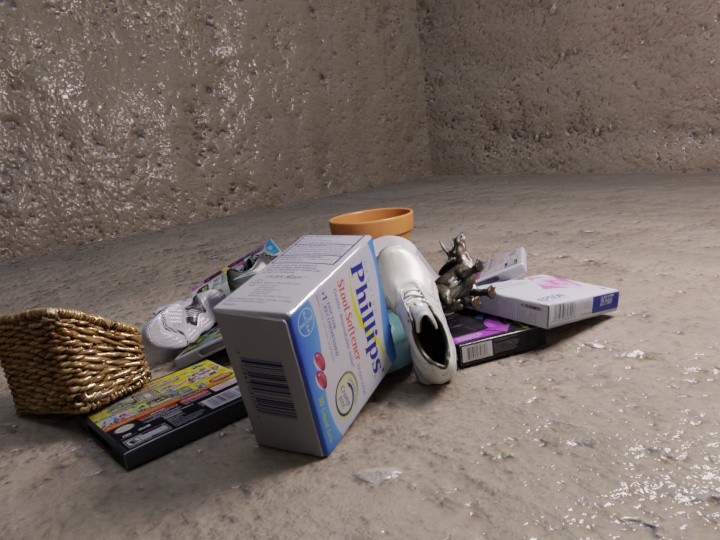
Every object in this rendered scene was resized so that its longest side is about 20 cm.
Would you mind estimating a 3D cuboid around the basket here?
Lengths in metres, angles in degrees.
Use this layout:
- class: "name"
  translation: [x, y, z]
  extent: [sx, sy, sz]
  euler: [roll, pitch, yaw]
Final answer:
- class: "basket"
  translation: [-0.405, 0.109, 0.844]
  extent: [0.199, 0.150, 0.143]
  euler: [-11, 8, 36]

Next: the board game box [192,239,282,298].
- class: "board game box"
  translation: [-0.247, 0.022, 1.230]
  extent: [0.200, 0.064, 0.148]
  euler: [-31, 18, -8]

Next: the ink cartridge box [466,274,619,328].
- class: "ink cartridge box"
  translation: [0.273, 0.040, 0.955]
  extent: [0.196, 0.043, 0.200]
  euler: [-8, 15, -39]

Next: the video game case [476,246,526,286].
- class: "video game case"
  translation: [0.219, 0.012, 1.102]
  extent: [0.182, 0.023, 0.200]
  euler: [-23, 4, 18]

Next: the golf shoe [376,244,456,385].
- class: "golf shoe"
  translation: [0.079, 0.048, 0.777]
  extent: [0.078, 0.201, 0.097]
  euler: [-22, -14, -6]

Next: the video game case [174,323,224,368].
- class: "video game case"
  translation: [-0.204, 0.090, 1.027]
  extent: [0.182, 0.022, 0.200]
  euler: [-25, 10, 13]

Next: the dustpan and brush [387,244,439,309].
- class: "dustpan and brush"
  translation: [0.034, 0.039, 1.088]
  extent: [0.200, 0.057, 0.140]
  euler: [-42, 41, 10]

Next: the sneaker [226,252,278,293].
- class: "sneaker"
  translation: [-0.161, -0.002, 1.095]
  extent: [0.075, 0.079, 0.200]
  euler: [-20, 10, 45]

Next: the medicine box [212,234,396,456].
- class: "medicine box"
  translation: [-0.053, 0.078, 0.704]
  extent: [0.103, 0.183, 0.200]
  euler: [2, 28, 29]

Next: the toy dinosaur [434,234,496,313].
- class: "toy dinosaur"
  translation: [0.134, 0.034, 0.893]
  extent: [0.102, 0.077, 0.200]
  euler: [-8, 38, 53]

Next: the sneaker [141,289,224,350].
- class: "sneaker"
  translation: [-0.331, 0.098, 1.049]
  extent: [0.115, 0.075, 0.200]
  euler: [-20, 7, 27]

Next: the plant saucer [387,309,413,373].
- class: "plant saucer"
  translation: [0.021, 0.103, 0.891]
  extent: [0.199, 0.028, 0.200]
  euler: [-17, 15, 5]

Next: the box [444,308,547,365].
- class: "box"
  translation: [0.172, 0.088, 0.928]
  extent: [0.142, 0.036, 0.200]
  euler: [-11, 12, -17]

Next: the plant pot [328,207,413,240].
- class: "plant pot"
  translation: [0.031, -0.064, 1.414]
  extent: [0.199, 0.141, 0.200]
  euler: [-6, 13, 1]

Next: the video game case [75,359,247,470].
- class: "video game case"
  translation: [-0.248, 0.181, 0.790]
  extent: [0.200, 0.026, 0.180]
  euler: [-19, 18, -39]

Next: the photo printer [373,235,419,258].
- class: "photo printer"
  translation: [0.000, 0.000, 0.999]
  extent: [0.199, 0.070, 0.166]
  euler: [-20, 12, -2]
